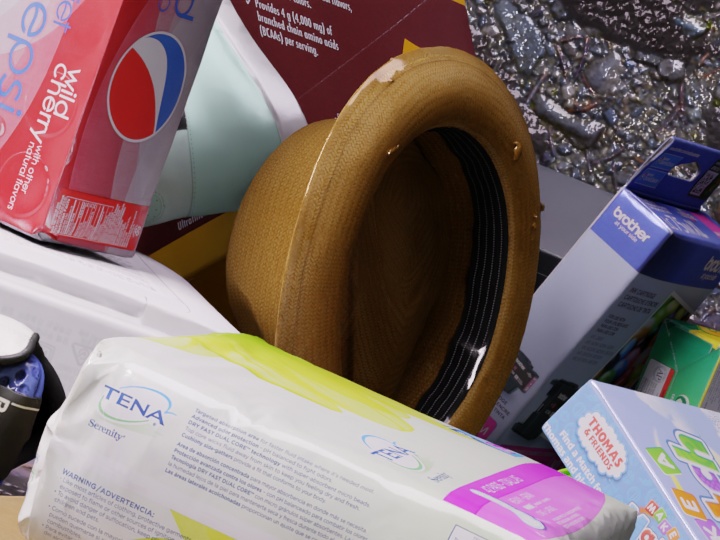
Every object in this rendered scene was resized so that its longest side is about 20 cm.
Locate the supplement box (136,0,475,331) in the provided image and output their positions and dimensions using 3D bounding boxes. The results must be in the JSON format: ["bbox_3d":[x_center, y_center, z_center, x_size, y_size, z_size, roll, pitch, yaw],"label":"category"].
[{"bbox_3d":[-0.044,-0.060,1.460,0.133,0.201,0.197,-28,-30,35],"label":"supplement box"}]

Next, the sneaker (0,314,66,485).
[{"bbox_3d":[-0.164,0.024,0.950,0.115,0.081,0.199,23,3,42],"label":"sneaker"}]

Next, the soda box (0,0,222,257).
[{"bbox_3d":[-0.099,-0.111,1.165,0.070,0.201,0.063,23,5,32],"label":"soda box"}]

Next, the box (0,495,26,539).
[{"bbox_3d":[-0.039,0.113,0.856,0.199,0.021,0.163,23,4,22],"label":"box"}]

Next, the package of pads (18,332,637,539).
[{"bbox_3d":[-0.006,0.074,0.902,0.154,0.068,0.200,23,3,11],"label":"package of pads"}]

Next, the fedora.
[{"bbox_3d":[0.000,0.000,1.265,0.082,0.201,0.200,14,-1,36],"label":"fedora"}]

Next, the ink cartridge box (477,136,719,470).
[{"bbox_3d":[0.115,0.026,1.428,0.042,0.200,0.119,42,12,21],"label":"ink cartridge box"}]

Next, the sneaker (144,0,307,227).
[{"bbox_3d":[-0.118,-0.097,1.311,0.118,0.074,0.201,-16,51,-29],"label":"sneaker"}]

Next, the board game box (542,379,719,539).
[{"bbox_3d":[0.177,0.125,1.224,0.200,0.037,0.151,14,36,-49],"label":"board game box"}]

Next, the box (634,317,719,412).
[{"bbox_3d":[0.206,0.100,1.486,0.200,0.118,0.048,18,8,-42],"label":"box"}]

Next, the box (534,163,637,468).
[{"bbox_3d":[0.059,0.008,1.627,0.199,0.142,0.079,23,41,17],"label":"box"}]

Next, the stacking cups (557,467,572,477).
[{"bbox_3d":[0.067,0.110,1.176,0.060,0.061,0.200,23,9,24],"label":"stacking cups"}]

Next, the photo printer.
[{"bbox_3d":[-0.139,0.016,1.199,0.166,0.070,0.200,20,5,-16],"label":"photo printer"}]
